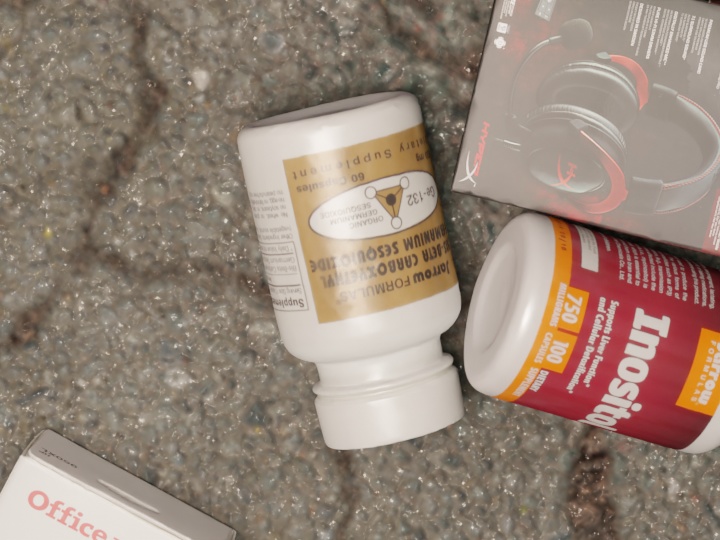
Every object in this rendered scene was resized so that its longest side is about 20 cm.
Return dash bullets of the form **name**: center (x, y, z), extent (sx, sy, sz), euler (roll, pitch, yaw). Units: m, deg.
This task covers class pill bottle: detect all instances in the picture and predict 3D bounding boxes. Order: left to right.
- **pill bottle**: center (0.000, 0.000, 1.719), extent (0.114, 0.114, 0.201), euler (-12, 97, 5)
- **pill bottle**: center (0.171, 0.044, 1.707), extent (0.199, 0.113, 0.114), euler (16, 99, -13)

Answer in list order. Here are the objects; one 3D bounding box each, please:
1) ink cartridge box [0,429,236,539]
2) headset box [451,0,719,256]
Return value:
- **ink cartridge box**: center (-0.185, 0.223, 1.776), extent (0.144, 0.084, 0.201), euler (28, 100, -2)
- **headset box**: center (0.167, -0.099, 1.715), extent (0.199, 0.075, 0.150), euler (14, 98, 1)
